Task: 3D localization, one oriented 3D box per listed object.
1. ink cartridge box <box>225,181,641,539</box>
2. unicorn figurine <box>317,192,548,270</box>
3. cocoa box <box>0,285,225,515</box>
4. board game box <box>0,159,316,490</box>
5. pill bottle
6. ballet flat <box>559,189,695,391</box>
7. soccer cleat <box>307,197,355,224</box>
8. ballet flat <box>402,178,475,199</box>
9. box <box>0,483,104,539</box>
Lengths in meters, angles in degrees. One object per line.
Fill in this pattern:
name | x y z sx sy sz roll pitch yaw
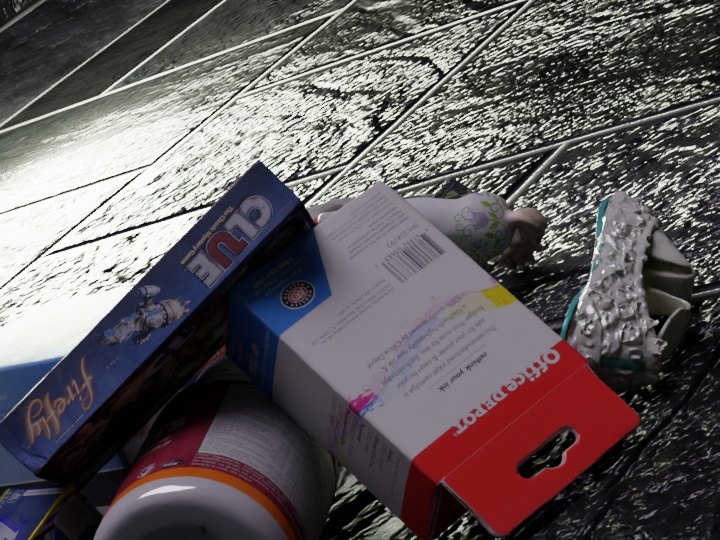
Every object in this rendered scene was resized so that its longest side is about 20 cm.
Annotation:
ink cartridge box | 0.037 0.060 1.349 0.116 0.200 0.067 -36 -24 -27
unicorn figurine | 0.026 -0.017 1.611 0.200 0.074 0.137 -19 -5 -16
cocoa box | -0.161 0.091 1.569 0.200 0.131 0.133 -12 16 48
board game box | -0.106 0.033 1.385 0.200 0.035 0.135 -46 -9 -2
pill bottle | -0.071 0.122 1.378 0.109 0.110 0.200 -24 16 17
ballet flat | 0.155 0.017 1.437 0.072 0.072 0.200 -22 18 22
soccer cleat | -0.062 0.013 1.803 0.200 0.069 0.078 -41 17 -31
ballet flat | 0.000 0.000 1.715 0.200 0.074 0.074 -28 14 -18
box | -0.204 0.207 1.345 0.070 0.064 0.200 -10 37 50
